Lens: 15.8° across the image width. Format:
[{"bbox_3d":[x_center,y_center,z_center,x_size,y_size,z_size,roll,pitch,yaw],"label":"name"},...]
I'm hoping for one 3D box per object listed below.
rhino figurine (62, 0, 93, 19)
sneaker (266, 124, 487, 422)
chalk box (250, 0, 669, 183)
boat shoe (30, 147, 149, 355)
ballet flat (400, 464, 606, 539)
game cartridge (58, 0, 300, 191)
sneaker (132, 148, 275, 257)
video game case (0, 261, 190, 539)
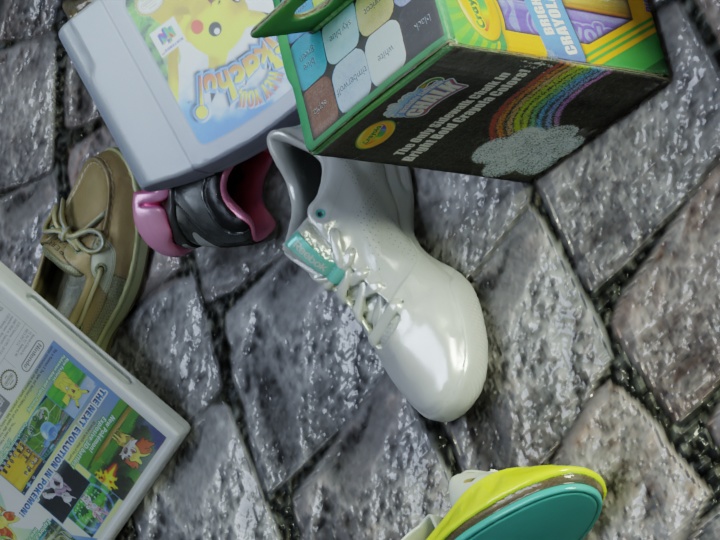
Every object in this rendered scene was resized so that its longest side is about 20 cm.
[{"bbox_3d":[-0.193,-0.265,1.744,0.087,0.060,0.200,-35,56,20],"label":"rhino figurine"},{"bbox_3d":[0.000,0.000,1.445,0.075,0.088,0.200,-50,50,33],"label":"sneaker"},{"bbox_3d":[0.036,-0.134,1.330,0.125,0.199,0.124,-35,59,42],"label":"chalk box"},{"bbox_3d":[-0.193,0.015,1.702,0.073,0.063,0.201,39,115,47],"label":"boat shoe"},{"bbox_3d":[0.055,0.147,1.379,0.200,0.067,0.067,-51,35,35],"label":"ballet flat"},{"bbox_3d":[-0.074,-0.140,1.531,0.200,0.040,0.134,-35,79,20],"label":"game cartridge"},{"bbox_3d":[-0.078,-0.105,1.584,0.095,0.079,0.201,6,93,35],"label":"sneaker"},{"bbox_3d":[-0.226,0.112,1.687,0.182,0.022,0.200,40,121,7],"label":"video game case"}]
